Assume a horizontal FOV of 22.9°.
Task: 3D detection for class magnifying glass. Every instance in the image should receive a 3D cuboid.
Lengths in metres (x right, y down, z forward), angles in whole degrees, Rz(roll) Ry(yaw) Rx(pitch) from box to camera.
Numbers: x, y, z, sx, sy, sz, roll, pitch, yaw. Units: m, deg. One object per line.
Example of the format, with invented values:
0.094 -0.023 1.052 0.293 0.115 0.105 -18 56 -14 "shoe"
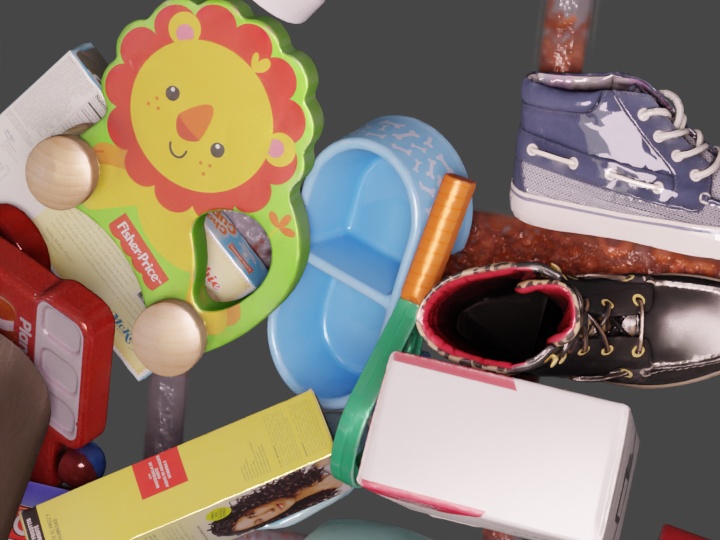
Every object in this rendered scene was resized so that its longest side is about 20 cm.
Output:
0.027 0.038 1.084 0.022 0.079 0.202 21 100 19 "magnifying glass"

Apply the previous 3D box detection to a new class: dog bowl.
0.000 0.000 1.141 0.111 0.049 0.202 29 114 29 "dog bowl"

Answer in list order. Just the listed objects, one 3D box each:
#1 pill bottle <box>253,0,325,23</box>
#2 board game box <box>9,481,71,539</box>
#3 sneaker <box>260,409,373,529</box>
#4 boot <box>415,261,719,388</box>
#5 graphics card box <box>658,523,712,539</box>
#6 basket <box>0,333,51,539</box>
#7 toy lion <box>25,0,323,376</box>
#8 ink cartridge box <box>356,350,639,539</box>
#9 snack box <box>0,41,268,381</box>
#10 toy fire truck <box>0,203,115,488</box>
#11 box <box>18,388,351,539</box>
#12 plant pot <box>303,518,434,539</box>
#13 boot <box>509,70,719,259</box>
0.003 -0.244 1.050 0.112 0.112 0.200 46 113 -1 "pill bottle"
-0.221 0.207 1.162 0.198 0.029 0.136 11 67 10 "board game box"
-0.081 0.147 1.211 0.199 0.082 0.074 -28 96 21 "sneaker"
0.136 0.032 1.072 0.198 0.150 0.074 3 87 19 "boot"
0.229 0.281 1.180 0.124 0.051 0.202 17 109 10 "graphics card box"
-0.273 0.132 1.056 0.180 0.201 0.136 37 128 -9 "basket"
-0.099 -0.063 1.122 0.191 0.069 0.201 -31 94 18 "toy lion"
0.091 0.117 1.087 0.144 0.200 0.084 12 82 12 "ink cartridge box"
-0.166 -0.038 1.203 0.116 0.037 0.201 -36 94 23 "snack box"
-0.233 0.066 1.178 0.167 0.112 0.202 33 133 25 "toy fire truck"
-0.108 0.144 1.120 0.198 0.075 0.051 -22 63 -1 "box"
0.011 0.259 1.166 0.160 0.200 0.202 34 113 16 "plant pot"
0.187 -0.066 1.072 0.198 0.073 0.091 7 114 15 "boot"
